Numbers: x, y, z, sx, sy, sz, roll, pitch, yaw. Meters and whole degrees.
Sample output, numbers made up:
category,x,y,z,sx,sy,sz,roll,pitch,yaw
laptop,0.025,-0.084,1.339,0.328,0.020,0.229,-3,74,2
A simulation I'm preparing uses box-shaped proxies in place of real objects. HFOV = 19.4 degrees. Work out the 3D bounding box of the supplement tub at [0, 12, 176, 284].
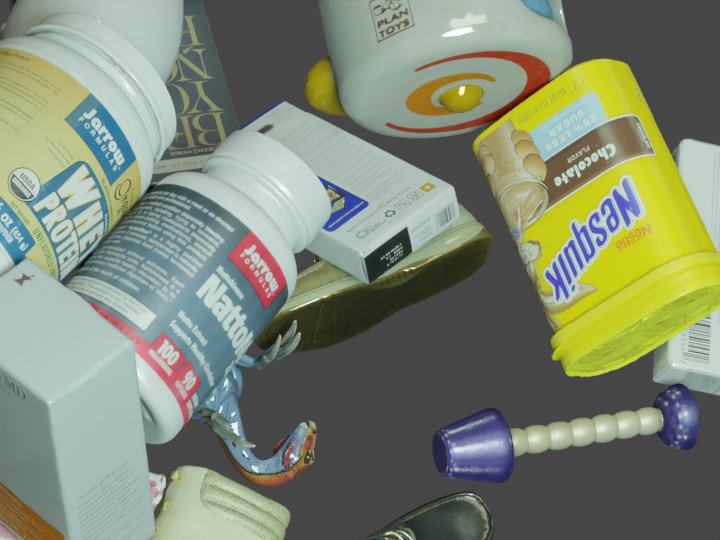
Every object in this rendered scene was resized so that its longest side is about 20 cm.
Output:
category,x,y,z,sx,sy,sz,roll,pitch,yaw
supplement tub,-0.228,-0.063,1.386,0.145,0.145,0.200,37,57,4

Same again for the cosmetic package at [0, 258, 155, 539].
category,x,y,z,sx,sy,sz,roll,pitch,yaw
cosmetic package,-0.192,0.101,1.326,0.101,0.200,0.071,35,56,28

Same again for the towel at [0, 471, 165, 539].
category,x,y,z,sx,sy,sz,roll,pitch,yaw
towel,-0.227,0.200,1.390,0.146,0.030,0.200,12,49,9

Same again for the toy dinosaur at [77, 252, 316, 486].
category,x,y,z,sx,sy,sz,roll,pitch,yaw
toy dinosaur,-0.106,0.069,1.525,0.105,0.200,0.182,-28,113,-28

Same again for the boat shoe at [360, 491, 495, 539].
category,x,y,z,sx,sy,sz,roll,pitch,yaw
boat shoe,0.020,0.219,1.480,0.200,0.073,0.075,-34,79,-25

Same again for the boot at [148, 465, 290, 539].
category,x,y,z,sx,sy,sz,roll,pitch,yaw
boot,-0.157,0.205,1.445,0.200,0.073,0.156,12,57,4

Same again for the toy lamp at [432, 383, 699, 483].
category,x,y,z,sx,sy,sz,roll,pitch,yaw
toy lamp,0.151,0.123,1.568,0.200,0.058,0.058,-5,68,-18

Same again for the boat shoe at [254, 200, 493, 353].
category,x,y,z,sx,sy,sz,roll,pitch,yaw
boat shoe,0.000,0.000,1.580,0.200,0.074,0.066,-21,59,-22

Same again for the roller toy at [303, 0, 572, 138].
category,x,y,z,sx,sy,sz,roll,pitch,yaw
roller toy,0.062,-0.185,1.608,0.200,0.182,0.140,-5,69,-16

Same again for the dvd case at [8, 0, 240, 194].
category,x,y,z,sx,sy,sz,roll,pitch,yaw
dvd case,-0.177,-0.143,1.602,0.148,0.016,0.200,-8,59,-16

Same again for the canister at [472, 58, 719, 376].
category,x,y,z,sx,sy,sz,roll,pitch,yaw
canister,0.181,-0.041,1.599,0.086,0.148,0.200,3,58,-51

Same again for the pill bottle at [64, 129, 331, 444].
category,x,y,z,sx,sy,sz,roll,pitch,yaw
pill bottle,-0.113,0.005,1.403,0.120,0.120,0.200,37,66,4

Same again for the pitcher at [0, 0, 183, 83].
category,x,y,z,sx,sy,sz,roll,pitch,yaw
pitcher,-0.207,-0.192,1.562,0.171,0.121,0.200,6,42,20

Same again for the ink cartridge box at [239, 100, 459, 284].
category,x,y,z,sx,sy,sz,roll,pitch,yaw
ink cartridge box,-0.027,-0.062,1.580,0.095,0.037,0.200,-36,46,-25

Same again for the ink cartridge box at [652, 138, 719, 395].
category,x,y,z,sx,sy,sz,roll,pitch,yaw
ink cartridge box,0.325,0.007,1.667,0.176,0.045,0.200,11,65,-8
